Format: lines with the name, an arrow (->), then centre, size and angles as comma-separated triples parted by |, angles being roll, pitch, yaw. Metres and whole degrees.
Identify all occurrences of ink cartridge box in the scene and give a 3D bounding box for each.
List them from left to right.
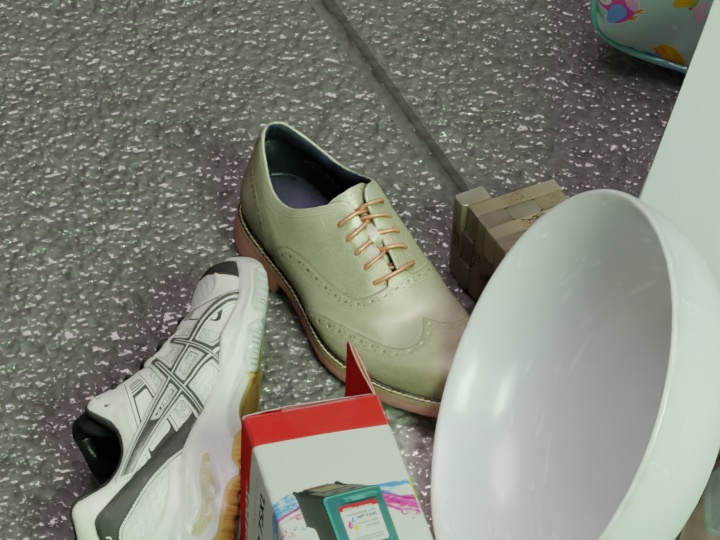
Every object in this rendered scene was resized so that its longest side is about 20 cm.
ink cartridge box -> -0.009, 0.140, 1.332 | 0.067, 0.117, 0.200 | -9, 42, -12

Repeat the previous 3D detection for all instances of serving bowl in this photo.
serving bowl -> 0.110, 0.067, 1.385 | 0.066, 0.200, 0.201 | 19, 35, -26

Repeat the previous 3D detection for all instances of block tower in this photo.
block tower -> 0.116, 0.033, 1.507 | 0.058, 0.054, 0.200 | -18, 46, -23

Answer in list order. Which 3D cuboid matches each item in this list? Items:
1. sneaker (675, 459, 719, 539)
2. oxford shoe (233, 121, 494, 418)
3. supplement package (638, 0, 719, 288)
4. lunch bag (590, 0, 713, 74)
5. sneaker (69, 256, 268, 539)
sneaker -> 0.183, 0.106, 1.417 | 0.082, 0.077, 0.200 | 22, 44, 29
oxford shoe -> 0.000, 0.000, 1.520 | 0.071, 0.074, 0.200 | -27, 50, -30
supplement package -> 0.275, -0.045, 1.489 | 0.191, 0.148, 0.200 | 32, 26, 29
lunch bag -> 0.228, -0.169, 1.666 | 0.199, 0.161, 0.077 | 20, 49, 9
sneaker -> -0.092, 0.063, 1.443 | 0.087, 0.076, 0.201 | 6, 41, 2
